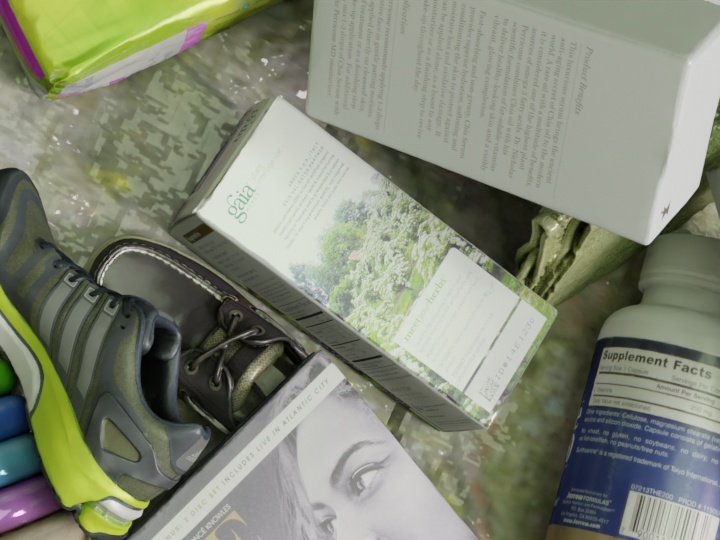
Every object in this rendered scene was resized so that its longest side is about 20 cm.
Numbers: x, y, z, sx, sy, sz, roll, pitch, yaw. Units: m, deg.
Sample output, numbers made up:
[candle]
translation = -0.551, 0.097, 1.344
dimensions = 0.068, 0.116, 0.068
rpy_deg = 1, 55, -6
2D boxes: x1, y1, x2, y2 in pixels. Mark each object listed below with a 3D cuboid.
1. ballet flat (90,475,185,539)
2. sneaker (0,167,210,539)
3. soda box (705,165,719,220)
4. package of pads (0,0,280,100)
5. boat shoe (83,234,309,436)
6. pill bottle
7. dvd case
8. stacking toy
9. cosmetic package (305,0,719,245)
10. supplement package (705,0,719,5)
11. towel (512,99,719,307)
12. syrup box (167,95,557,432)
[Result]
[ballet flat]
translation = -0.074, 0.179, 0.869
dimensions = 0.067, 0.064, 0.201
rpy_deg = -37, 97, -17
[sneaker]
translation = -0.135, 0.030, 0.825
dimensions = 0.080, 0.074, 0.201
rpy_deg = -31, 72, 10
[soda box]
translation = 0.244, 0.034, 0.858
dimensions = 0.063, 0.068, 0.202
rpy_deg = -18, 93, 0
[package of pads]
translation = -0.114, -0.195, 0.880
dimensions = 0.199, 0.068, 0.156
rpy_deg = -29, 95, -17
[boat shoe]
translation = -0.063, 0.053, 0.880
dimensions = 0.200, 0.065, 0.072
rpy_deg = 44, 75, -10
[pill bottle]
translation = 0.178, 0.087, 0.931
dimensions = 0.110, 0.111, 0.202
rpy_deg = 20, 78, -15
[dvd case]
translation = -0.011, 0.166, 0.850
dimensions = 0.149, 0.016, 0.200
rpy_deg = -43, 101, -18
[stacking toy]
translation = -0.208, 0.058, 0.829
dimensions = 0.085, 0.085, 0.202
rpy_deg = -20, 88, -18
[cosmetic package]
translation = 0.075, -0.102, 0.817
dimensions = 0.198, 0.102, 0.071
rpy_deg = 23, 38, 22
[supplement package]
translation = 0.161, -0.183, 0.900
dimensions = 0.200, 0.109, 0.114
rpy_deg = -48, 121, -37
[towel]
translation = 0.166, -0.049, 0.924
dimensions = 0.199, 0.149, 0.037
rpy_deg = -32, 76, -18
[syrup box]
translation = 0.000, 0.000, 0.896
dimensions = 0.199, 0.081, 0.079
rpy_deg = 36, 75, -10
